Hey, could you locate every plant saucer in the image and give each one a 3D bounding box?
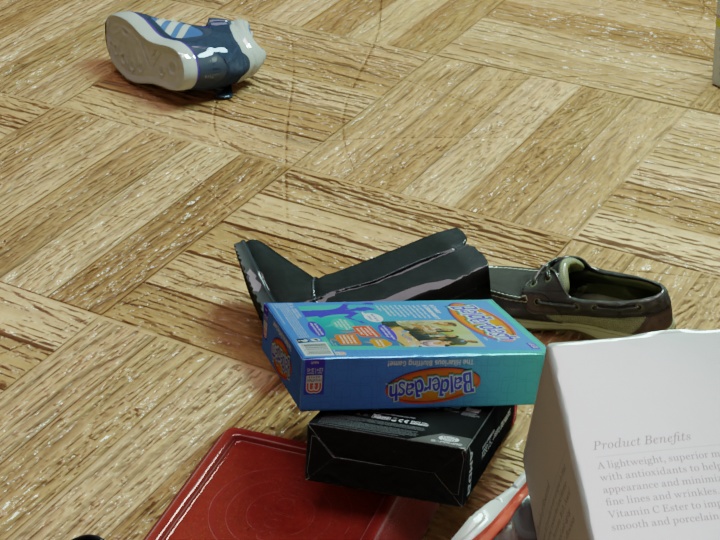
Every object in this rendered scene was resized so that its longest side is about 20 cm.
[{"bbox_3d":[-0.060,0.190,1.162,0.199,0.037,0.200,9,33,19],"label":"plant saucer"}]

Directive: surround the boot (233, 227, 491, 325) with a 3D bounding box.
[{"bbox_3d":[0.000,0.001,1.405,0.199,0.066,0.165,-23,47,-8],"label":"boot"}]

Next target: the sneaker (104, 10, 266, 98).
[{"bbox_3d":[-0.205,-0.272,1.889,0.146,0.081,0.200,-16,30,-36],"label":"sneaker"}]

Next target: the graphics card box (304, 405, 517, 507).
[{"bbox_3d":[0.045,0.118,1.210,0.125,0.051,0.200,8,15,14],"label":"graphics card box"}]

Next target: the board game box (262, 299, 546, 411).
[{"bbox_3d":[0.033,0.064,1.224,0.199,0.045,0.152,-1,15,-14],"label":"board game box"}]

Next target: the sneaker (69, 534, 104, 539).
[{"bbox_3d":[-0.168,0.226,1.054,0.199,0.084,0.077,-2,48,6],"label":"sneaker"}]

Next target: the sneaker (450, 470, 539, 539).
[{"bbox_3d":[0.137,0.191,1.139,0.082,0.077,0.200,44,49,15],"label":"sneaker"}]

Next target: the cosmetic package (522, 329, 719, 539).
[{"bbox_3d":[0.207,0.164,1.007,0.164,0.165,0.201,-4,55,-5],"label":"cosmetic package"}]

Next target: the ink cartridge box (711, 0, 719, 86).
[{"bbox_3d":[0.504,-0.296,1.762,0.144,0.201,0.145,-22,36,-25],"label":"ink cartridge box"}]

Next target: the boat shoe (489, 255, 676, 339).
[{"bbox_3d":[0.187,0.017,1.397,0.200,0.066,0.072,14,38,25],"label":"boat shoe"}]
